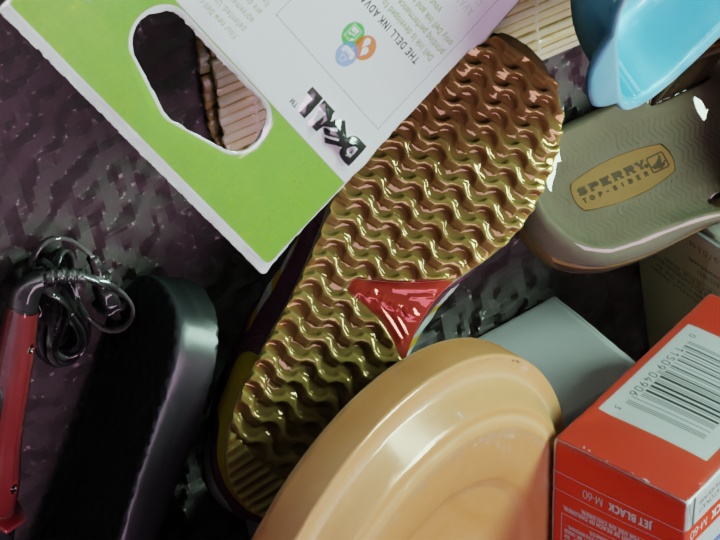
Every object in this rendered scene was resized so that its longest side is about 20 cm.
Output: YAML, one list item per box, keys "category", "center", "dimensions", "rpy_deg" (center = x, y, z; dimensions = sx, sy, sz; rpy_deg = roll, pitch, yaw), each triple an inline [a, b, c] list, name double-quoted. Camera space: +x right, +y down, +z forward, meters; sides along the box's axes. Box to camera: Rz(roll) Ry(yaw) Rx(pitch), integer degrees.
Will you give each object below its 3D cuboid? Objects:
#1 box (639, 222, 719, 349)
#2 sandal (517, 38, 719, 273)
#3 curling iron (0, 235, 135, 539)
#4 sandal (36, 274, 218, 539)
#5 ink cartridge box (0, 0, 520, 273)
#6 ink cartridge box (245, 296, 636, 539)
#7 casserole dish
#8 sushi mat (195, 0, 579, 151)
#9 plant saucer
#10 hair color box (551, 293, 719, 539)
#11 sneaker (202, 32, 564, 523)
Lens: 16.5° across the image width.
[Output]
- category: "box"
  center: [0.181, 0.038, 1.068]
  dimensions: [0.095, 0.078, 0.201]
  rpy_deg: [-27, 130, -21]
- category: "sandal"
  center: [0.149, -0.064, 0.974]
  dimensions: [0.199, 0.081, 0.054]
  rpy_deg: [-27, 162, -15]
- category: "curling iron"
  center: [-0.125, 0.080, 0.904]
  dimensions: [0.049, 0.026, 0.201]
  rpy_deg: [2, 116, -33]
- category: "sandal"
  center: [-0.083, 0.100, 0.912]
  dimensions: [0.048, 0.075, 0.202]
  rpy_deg: [9, 111, -32]
- category: "ink cartridge box"
  center: [-0.020, -0.125, 0.809]
  dimensions: [0.200, 0.076, 0.148]
  rpy_deg: [-47, 130, -4]
- category: "ink cartridge box"
  center: [0.056, 0.094, 1.018]
  dimensions: [0.199, 0.067, 0.116]
  rpy_deg: [-27, 130, -20]
- category: "casserole dish"
  center: [0.136, -0.139, 0.853]
  dimensions: [0.200, 0.039, 0.121]
  rpy_deg: [-43, 162, -8]
- category: "sushi mat"
  center: [0.029, -0.103, 0.912]
  dimensions: [0.199, 0.012, 0.096]
  rpy_deg: [-24, 130, -23]
- category: "plant saucer"
  center: [0.017, 0.123, 0.895]
  dimensions: [0.200, 0.032, 0.202]
  rpy_deg: [-37, 140, -40]
- category: "hair color box"
  center: [0.128, 0.125, 0.977]
  dimensions: [0.111, 0.064, 0.201]
  rpy_deg: [-39, 142, -38]
- category: "sneaker"
  center: [0.000, 0.000, 0.918]
  dimensions: [0.075, 0.090, 0.201]
  rpy_deg: [35, 79, -13]
